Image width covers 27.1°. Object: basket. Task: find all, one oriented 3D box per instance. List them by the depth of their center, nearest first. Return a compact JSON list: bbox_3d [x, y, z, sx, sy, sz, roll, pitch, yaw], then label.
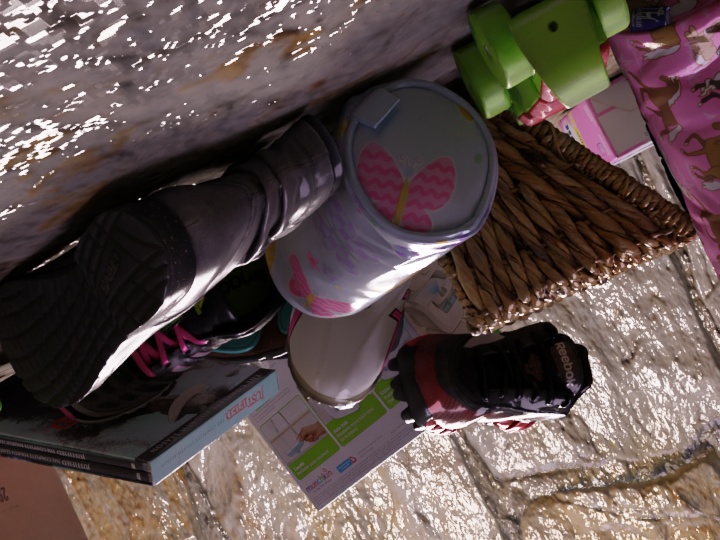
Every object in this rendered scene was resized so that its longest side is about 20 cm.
[{"bbox_3d":[0.115,-0.053,0.939,0.148,0.144,0.200,-24,175,9],"label":"basket"}]

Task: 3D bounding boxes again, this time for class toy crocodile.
[{"bbox_3d":[0.089,-0.100,0.714,0.067,0.062,0.200,-27,178,-2],"label":"toy crocodile"}]

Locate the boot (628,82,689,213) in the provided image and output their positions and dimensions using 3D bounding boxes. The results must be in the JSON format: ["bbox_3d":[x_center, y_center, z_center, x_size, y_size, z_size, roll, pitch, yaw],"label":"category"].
[{"bbox_3d":[0.246,-0.116,0.868,0.167,0.201,0.077,-26,-143,7],"label":"boot"}]

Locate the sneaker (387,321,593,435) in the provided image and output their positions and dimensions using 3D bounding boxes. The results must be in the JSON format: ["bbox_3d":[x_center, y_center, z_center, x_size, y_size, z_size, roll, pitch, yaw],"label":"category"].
[{"bbox_3d":[0.098,0.072,1.035,0.097,0.072,0.200,-20,164,31],"label":"sneaker"}]

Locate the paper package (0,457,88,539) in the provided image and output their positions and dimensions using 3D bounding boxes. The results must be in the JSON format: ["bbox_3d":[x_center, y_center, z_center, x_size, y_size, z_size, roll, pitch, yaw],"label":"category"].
[{"bbox_3d":[-0.297,0.198,1.076,0.103,0.192,0.200,-28,176,19],"label":"paper package"}]

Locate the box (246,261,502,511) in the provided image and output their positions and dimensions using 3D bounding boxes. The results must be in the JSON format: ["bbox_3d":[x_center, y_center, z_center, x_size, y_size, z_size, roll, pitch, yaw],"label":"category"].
[{"bbox_3d":[-0.010,0.063,1.195,0.200,0.177,0.096,-43,174,38],"label":"box"}]

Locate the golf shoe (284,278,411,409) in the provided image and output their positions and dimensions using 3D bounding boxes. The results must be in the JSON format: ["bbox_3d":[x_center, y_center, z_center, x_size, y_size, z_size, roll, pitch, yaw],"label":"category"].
[{"bbox_3d":[0.000,0.000,1.005,0.093,0.072,0.201,109,-1,-48],"label":"golf shoe"}]

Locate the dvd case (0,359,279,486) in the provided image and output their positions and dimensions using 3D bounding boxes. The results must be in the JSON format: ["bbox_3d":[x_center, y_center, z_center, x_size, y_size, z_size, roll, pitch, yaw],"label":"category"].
[{"bbox_3d":[-0.176,0.095,1.036,0.198,0.022,0.146,6,-156,32],"label":"dvd case"}]

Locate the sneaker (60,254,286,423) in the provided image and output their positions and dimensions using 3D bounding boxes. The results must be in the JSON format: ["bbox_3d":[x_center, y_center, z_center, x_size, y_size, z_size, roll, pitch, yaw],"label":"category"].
[{"bbox_3d":[-0.115,0.028,0.975,0.199,0.074,0.087,-32,179,-14],"label":"sneaker"}]

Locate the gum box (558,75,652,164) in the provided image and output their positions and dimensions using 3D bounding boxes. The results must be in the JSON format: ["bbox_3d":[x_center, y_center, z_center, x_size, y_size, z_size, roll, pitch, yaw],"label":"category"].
[{"bbox_3d":[0.296,-0.168,1.403,0.198,0.067,0.114,-28,176,-6],"label":"gum box"}]

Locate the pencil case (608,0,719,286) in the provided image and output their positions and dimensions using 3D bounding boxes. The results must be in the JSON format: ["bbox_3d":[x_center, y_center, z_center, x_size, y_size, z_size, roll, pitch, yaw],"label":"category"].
[{"bbox_3d":[0.196,-0.073,0.783,0.082,0.201,0.087,-22,-152,15],"label":"pencil case"}]

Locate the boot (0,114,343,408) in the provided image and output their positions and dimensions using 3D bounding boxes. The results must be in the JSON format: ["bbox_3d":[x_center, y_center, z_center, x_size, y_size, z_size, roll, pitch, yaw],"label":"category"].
[{"bbox_3d":[-0.094,-0.001,0.740,0.131,0.070,0.199,-32,-175,-40],"label":"boot"}]

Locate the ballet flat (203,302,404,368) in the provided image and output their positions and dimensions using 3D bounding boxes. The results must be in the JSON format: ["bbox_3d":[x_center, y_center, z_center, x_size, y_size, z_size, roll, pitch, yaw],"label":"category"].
[{"bbox_3d":[-0.061,0.047,1.106,0.197,0.069,0.069,-1,145,19],"label":"ballet flat"}]

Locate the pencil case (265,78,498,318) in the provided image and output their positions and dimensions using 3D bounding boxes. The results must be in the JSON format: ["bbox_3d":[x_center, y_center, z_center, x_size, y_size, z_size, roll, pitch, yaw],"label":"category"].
[{"bbox_3d":[0.005,-0.035,0.804,0.083,0.091,0.200,-31,179,-20],"label":"pencil case"}]
